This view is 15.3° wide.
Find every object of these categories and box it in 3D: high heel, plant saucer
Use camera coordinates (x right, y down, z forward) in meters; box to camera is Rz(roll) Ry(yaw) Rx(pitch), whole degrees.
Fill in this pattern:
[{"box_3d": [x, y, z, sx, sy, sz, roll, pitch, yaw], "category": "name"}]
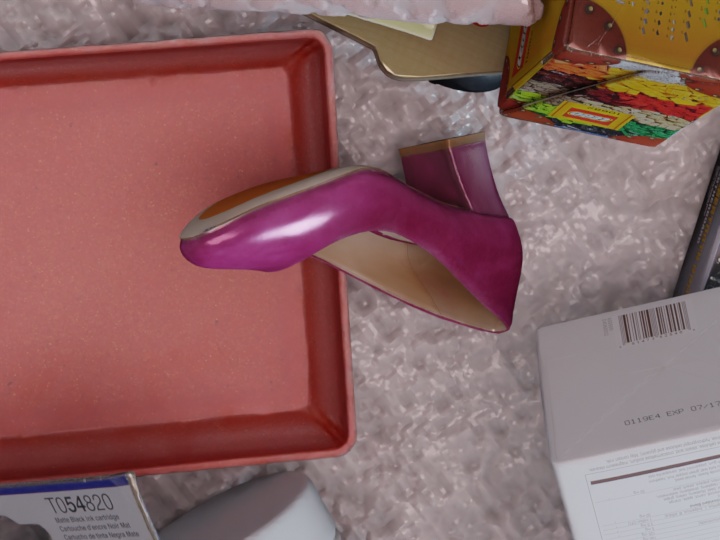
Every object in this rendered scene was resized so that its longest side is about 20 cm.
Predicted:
[{"box_3d": [0.000, 0.000, 1.199, 0.067, 0.200, 0.096, -9, 95, 37], "category": "high heel"}, {"box_3d": [-0.107, -0.006, 1.239, 0.199, 0.037, 0.201, -5, 101, -7], "category": "plant saucer"}]

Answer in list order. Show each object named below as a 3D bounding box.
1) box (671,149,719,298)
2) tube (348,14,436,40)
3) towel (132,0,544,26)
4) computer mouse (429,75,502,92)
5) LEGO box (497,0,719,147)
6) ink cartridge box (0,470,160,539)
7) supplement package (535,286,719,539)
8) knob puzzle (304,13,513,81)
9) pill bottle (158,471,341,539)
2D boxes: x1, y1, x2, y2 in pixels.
[{"box_3d": [0.250, 0.026, 1.288, 0.199, 0.048, 0.159, 17, 96, -10], "category": "box"}, {"box_3d": [0.025, -0.205, 1.179, 0.052, 0.058, 0.201, 22, 84, -45], "category": "tube"}, {"box_3d": [-0.002, -0.201, 1.146, 0.200, 0.032, 0.192, 6, 81, 28], "category": "towel"}, {"box_3d": [-0.011, -0.142, 1.231, 0.200, 0.034, 0.059, 27, 96, -11], "category": "computer mouse"}, {"box_3d": [0.123, -0.166, 1.135, 0.077, 0.149, 0.201, 11, 83, -6], "category": "LEGO box"}, {"box_3d": [-0.114, 0.174, 1.198, 0.041, 0.199, 0.200, -34, 109, -41], "category": "ink cartridge box"}, {"box_3d": [0.157, 0.124, 1.222, 0.113, 0.110, 0.200, -12, 121, 7], "category": "supplement package"}, {"box_3d": [0.053, -0.174, 1.217, 0.219, 0.030, 0.220, 1, 83, -7], "category": "knob puzzle"}, {"box_3d": [-0.020, 0.201, 1.247, 0.113, 0.113, 0.200, -28, 102, -3], "category": "pill bottle"}]
